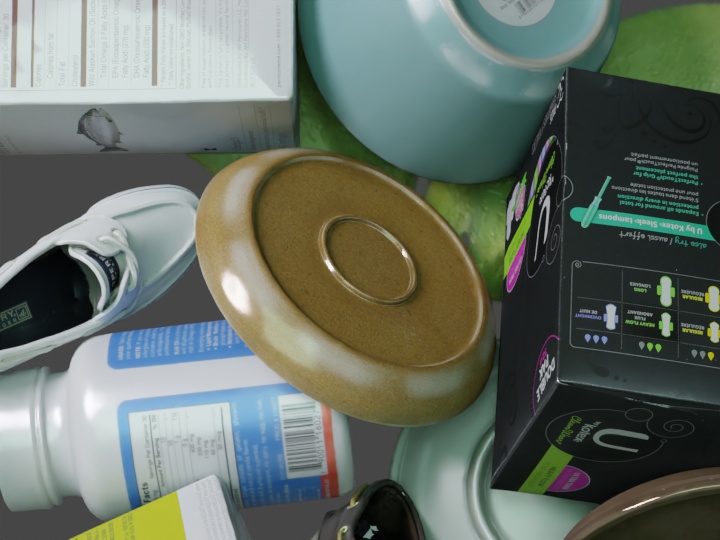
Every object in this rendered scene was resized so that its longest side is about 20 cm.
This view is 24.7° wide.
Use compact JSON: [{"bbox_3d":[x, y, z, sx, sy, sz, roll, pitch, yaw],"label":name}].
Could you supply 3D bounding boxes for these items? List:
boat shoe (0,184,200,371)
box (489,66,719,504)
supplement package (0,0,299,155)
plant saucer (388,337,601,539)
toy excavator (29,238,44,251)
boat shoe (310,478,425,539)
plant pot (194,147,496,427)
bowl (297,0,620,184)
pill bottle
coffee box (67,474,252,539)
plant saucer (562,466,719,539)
[{"bbox_3d":[-0.159,0.007,0.960,0.200,0.065,0.074,-37,104,-33],"label":"boat shoe"},{"bbox_3d":[0.151,0.015,0.921,0.124,0.149,0.200,9,60,-5],"label":"box"},{"bbox_3d":[-0.138,-0.139,0.996,0.200,0.117,0.117,-1,80,0],"label":"supplement package"},{"bbox_3d":[0.117,0.132,0.983,0.200,0.050,0.200,0,80,-1],"label":"plant saucer"},{"bbox_3d":[-0.282,-0.037,0.975,0.194,0.100,0.200,-17,87,-28],"label":"toy excavator"},{"bbox_3d":[0.006,0.174,0.896,0.072,0.201,0.061,35,102,-12],"label":"boat shoe"},{"bbox_3d":[0.000,0.000,0.951,0.200,0.027,0.200,22,42,-22],"label":"plant pot"},{"bbox_3d":[0.075,-0.159,0.974,0.201,0.105,0.201,5,79,-24],"label":"bowl"},{"bbox_3d":[-0.107,0.087,0.958,0.200,0.112,0.112,-6,80,-1],"label":"pill bottle"},{"bbox_3d":[-0.113,0.262,0.847,0.198,0.200,0.200,-25,111,-4],"label":"coffee box"},{"bbox_3d":[0.192,0.172,0.915,0.200,0.200,0.029,-4,45,-1],"label":"plant saucer"}]
